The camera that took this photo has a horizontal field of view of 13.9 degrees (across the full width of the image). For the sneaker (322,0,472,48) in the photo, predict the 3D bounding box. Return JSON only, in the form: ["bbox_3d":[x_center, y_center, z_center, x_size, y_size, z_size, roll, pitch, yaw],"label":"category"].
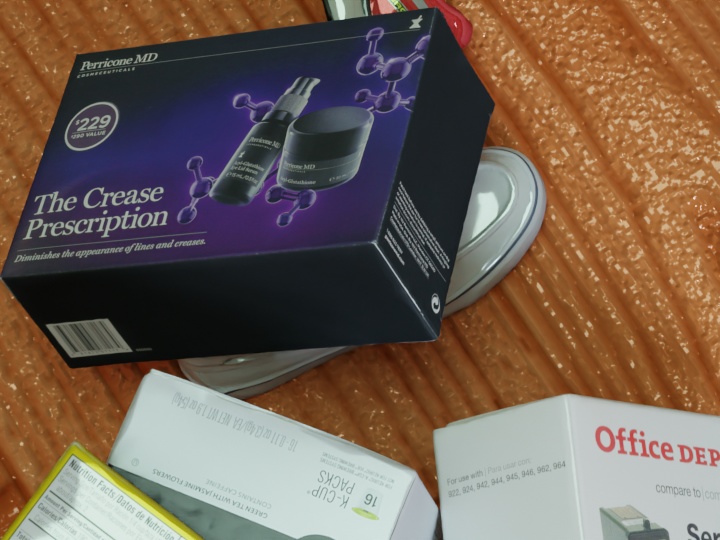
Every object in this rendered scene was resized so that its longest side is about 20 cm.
[{"bbox_3d":[0.009,-0.193,1.473,0.085,0.077,0.201,-14,85,-1],"label":"sneaker"}]

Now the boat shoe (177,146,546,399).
[{"bbox_3d":[0.000,0.000,1.421,0.200,0.065,0.074,-33,73,-1],"label":"boat shoe"}]

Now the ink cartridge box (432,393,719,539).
[{"bbox_3d":[0.116,0.164,1.315,0.084,0.145,0.201,-18,71,40],"label":"ink cartridge box"}]

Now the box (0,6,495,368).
[{"bbox_3d":[-0.052,-0.038,1.381,0.199,0.079,0.142,-6,49,26],"label":"box"}]

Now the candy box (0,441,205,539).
[{"bbox_3d":[-0.070,0.169,1.202,0.200,0.026,0.102,36,82,13],"label":"candy box"}]

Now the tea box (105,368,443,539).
[{"bbox_3d":[-0.057,0.173,1.316,0.133,0.200,0.197,19,79,12],"label":"tea box"}]
